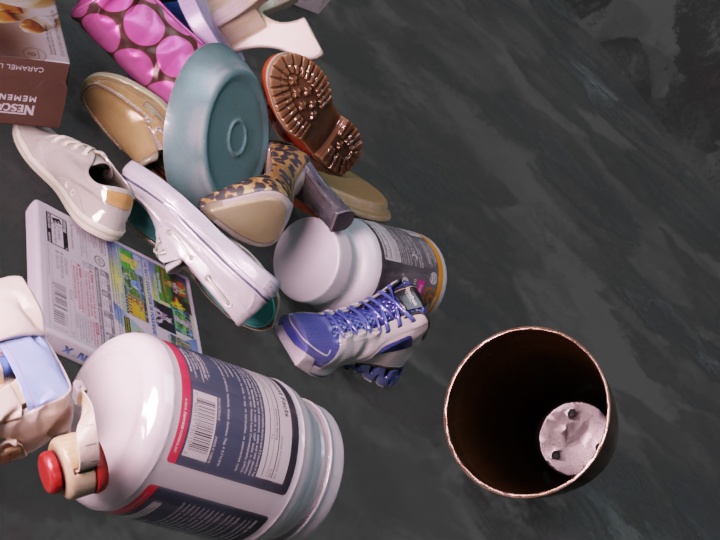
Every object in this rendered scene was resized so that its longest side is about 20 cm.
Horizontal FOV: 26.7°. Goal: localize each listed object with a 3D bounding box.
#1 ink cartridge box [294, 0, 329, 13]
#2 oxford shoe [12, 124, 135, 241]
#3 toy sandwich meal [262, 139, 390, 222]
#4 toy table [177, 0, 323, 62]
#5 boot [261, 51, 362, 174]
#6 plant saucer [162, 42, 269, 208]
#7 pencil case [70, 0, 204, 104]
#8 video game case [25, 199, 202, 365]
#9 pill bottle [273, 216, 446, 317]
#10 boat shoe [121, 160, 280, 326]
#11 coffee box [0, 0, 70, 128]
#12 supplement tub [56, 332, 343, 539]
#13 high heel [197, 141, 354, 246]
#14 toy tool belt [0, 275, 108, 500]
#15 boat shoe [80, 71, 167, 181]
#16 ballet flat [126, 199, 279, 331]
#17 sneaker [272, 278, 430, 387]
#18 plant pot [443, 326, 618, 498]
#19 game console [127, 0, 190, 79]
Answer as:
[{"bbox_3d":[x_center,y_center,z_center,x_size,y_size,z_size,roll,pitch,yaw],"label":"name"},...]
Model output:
[{"bbox_3d":[-0.139,-0.519,2.496,0.200,0.084,0.144,11,38,-54],"label":"ink cartridge box"},{"bbox_3d":[-0.279,-0.103,1.496,0.075,0.058,0.200,15,22,-47],"label":"oxford shoe"},{"bbox_3d":[-0.056,-0.089,1.799,0.205,0.070,0.205,26,13,-6],"label":"toy sandwich meal"},{"bbox_3d":[-0.136,-0.312,1.809,0.184,0.117,0.200,61,5,-14],"label":"toy table"},{"bbox_3d":[-0.081,-0.191,1.747,0.107,0.075,0.200,31,-14,33],"label":"boot"},{"bbox_3d":[-0.146,-0.144,1.635,0.036,0.200,0.200,7,10,23],"label":"plant saucer"},{"bbox_3d":[-0.223,-0.249,1.691,0.200,0.094,0.091,43,5,-18],"label":"pencil case"},{"bbox_3d":[-0.226,0.034,1.401,0.182,0.022,0.200,29,24,-30],"label":"video game case"},{"bbox_3d":[0.000,0.000,1.721,0.200,0.116,0.116,11,38,-52],"label":"pill bottle"},{"bbox_3d":[-0.171,-0.026,1.486,0.200,0.067,0.074,40,-5,14],"label":"boat shoe"},{"bbox_3d":[-0.367,-0.235,1.540,0.114,0.080,0.200,3,38,-22],"label":"coffee box"},{"bbox_3d":[-0.126,0.140,1.210,0.200,0.140,0.140,24,28,-39],"label":"supplement tub"},{"bbox_3d":[-0.117,-0.092,1.598,0.200,0.071,0.143,0,37,-44],"label":"high heel"},{"bbox_3d":[-0.277,0.100,1.100,0.123,0.125,0.200,-15,51,-28],"label":"toy tool belt"},{"bbox_3d":[-0.228,-0.138,1.664,0.200,0.072,0.076,37,36,-12],"label":"boat shoe"},{"bbox_3d":[-0.155,-0.018,1.564,0.200,0.067,0.062,43,12,0],"label":"ballet flat"},{"bbox_3d":[0.005,0.055,1.626,0.199,0.115,0.081,13,34,-51],"label":"sneaker"},{"bbox_3d":[0.215,0.176,1.712,0.187,0.187,0.200,53,9,26],"label":"plant pot"},{"bbox_3d":[-0.197,-0.242,1.826,0.171,0.118,0.200,33,21,7],"label":"game console"}]
